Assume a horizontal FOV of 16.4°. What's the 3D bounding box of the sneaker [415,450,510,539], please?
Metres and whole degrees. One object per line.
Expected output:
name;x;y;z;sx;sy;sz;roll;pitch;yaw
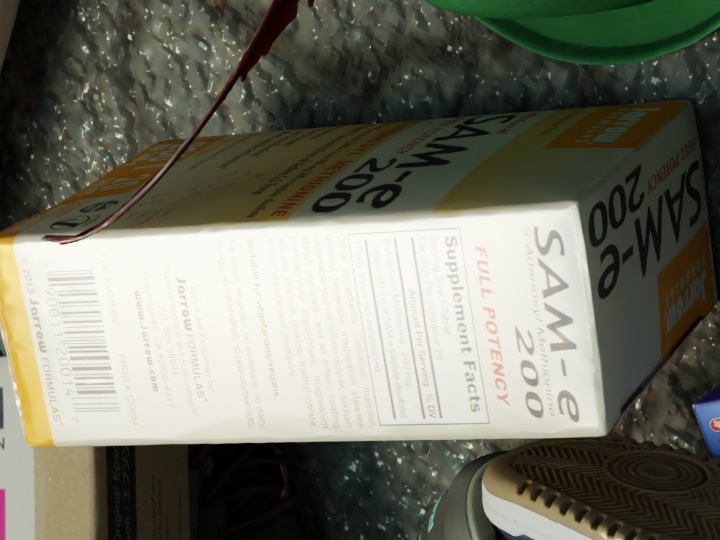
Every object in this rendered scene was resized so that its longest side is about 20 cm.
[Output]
sneaker;0.081;0.159;0.870;0.079;0.075;0.201;-39;75;55

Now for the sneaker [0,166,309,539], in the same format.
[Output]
sneaker;-0.056;0.049;0.924;0.200;0.075;0.116;53;128;10

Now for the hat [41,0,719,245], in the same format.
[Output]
hat;0.019;-0.113;0.724;0.165;0.176;0.202;13;115;34

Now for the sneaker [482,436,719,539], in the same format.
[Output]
sneaker;0.120;0.125;0.752;0.199;0.070;0.109;17;116;30

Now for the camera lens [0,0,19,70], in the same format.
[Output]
camera lens;-0.213;-0.090;0.934;0.160;0.160;0.201;37;127;22

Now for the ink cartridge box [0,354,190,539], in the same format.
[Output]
ink cartridge box;-0.160;0.123;0.884;0.199;0.075;0.166;-11;75;23

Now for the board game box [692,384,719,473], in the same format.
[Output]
board game box;0.210;0.078;0.737;0.199;0.045;0.135;-15;97;41

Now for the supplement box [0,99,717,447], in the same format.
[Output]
supplement box;0.000;0.000;0.793;0.199;0.126;0.074;-3;106;24
